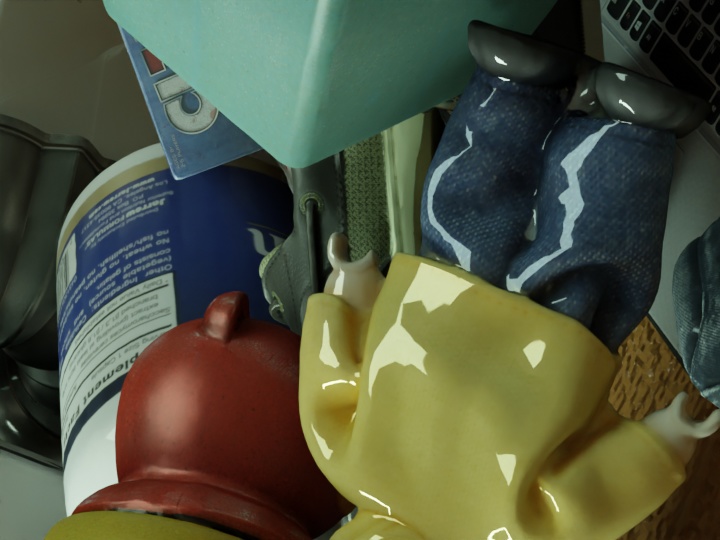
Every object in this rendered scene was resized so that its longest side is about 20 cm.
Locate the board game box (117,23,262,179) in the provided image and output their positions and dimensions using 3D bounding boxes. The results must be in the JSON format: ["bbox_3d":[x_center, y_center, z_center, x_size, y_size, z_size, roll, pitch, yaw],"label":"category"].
[{"bbox_3d":[-0.085,-0.138,0.927,0.136,0.034,0.201,-126,16,-80],"label":"board game box"}]

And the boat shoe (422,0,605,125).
[{"bbox_3d":[0.042,-0.067,0.854,0.073,0.062,0.202,-143,50,-73],"label":"boat shoe"}]

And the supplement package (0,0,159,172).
[{"bbox_3d":[-0.142,-0.074,1.214,0.200,0.146,0.192,-38,37,45],"label":"supplement package"}]

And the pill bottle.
[{"bbox_3d":[-0.052,0.053,0.965,0.111,0.111,0.201,-52,29,29],"label":"pill bottle"}]

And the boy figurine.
[{"bbox_3d":[0.039,0.037,0.750,0.064,0.124,0.202,4,-76,-71],"label":"boy figurine"}]

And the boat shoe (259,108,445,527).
[{"bbox_3d":[0.000,-0.001,0.891,0.072,0.065,0.203,2,-91,-74],"label":"boat shoe"}]

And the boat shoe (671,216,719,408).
[{"bbox_3d":[0.128,0.021,0.584,0.091,0.070,0.201,-59,22,22],"label":"boat shoe"}]

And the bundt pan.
[{"bbox_3d":[-0.167,0.021,1.117,0.202,0.201,0.076,-37,39,47],"label":"bundt pan"}]

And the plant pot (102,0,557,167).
[{"bbox_3d":[0.000,-0.140,0.738,0.141,0.141,0.201,40,138,29],"label":"plant pot"}]

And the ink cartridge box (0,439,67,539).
[{"bbox_3d":[-0.162,0.102,1.038,0.147,0.199,0.083,11,78,64],"label":"ink cartridge box"}]

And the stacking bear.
[{"bbox_3d":[-0.052,0.108,0.804,0.122,0.113,0.201,66,-145,-60],"label":"stacking bear"}]

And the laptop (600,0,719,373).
[{"bbox_3d":[0.083,-0.109,0.825,0.201,0.115,0.187,-59,25,16],"label":"laptop"}]

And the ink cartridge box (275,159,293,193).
[{"bbox_3d":[-0.025,-0.142,0.962,0.085,0.201,0.147,-22,25,-3],"label":"ink cartridge box"}]
